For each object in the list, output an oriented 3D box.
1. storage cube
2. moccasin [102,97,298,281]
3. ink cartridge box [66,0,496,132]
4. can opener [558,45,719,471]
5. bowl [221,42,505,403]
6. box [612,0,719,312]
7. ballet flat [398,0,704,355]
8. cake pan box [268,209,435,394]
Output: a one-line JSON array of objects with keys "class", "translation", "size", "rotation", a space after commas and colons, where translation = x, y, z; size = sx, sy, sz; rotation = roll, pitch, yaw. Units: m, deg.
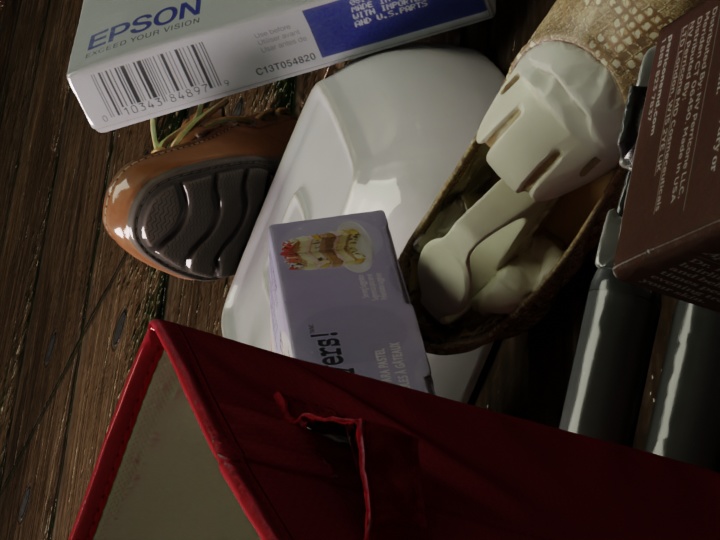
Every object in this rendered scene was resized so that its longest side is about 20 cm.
[{"class": "storage cube", "translation": [0.018, 0.139, 0.552], "size": [0.200, 0.179, 0.171], "rotation": [-68, 22, 14]}, {"class": "moccasin", "translation": [-0.066, -0.047, 1.081], "size": [0.201, 0.078, 0.074], "rotation": [-29, -36, -59]}, {"class": "ink cartridge box", "translation": [-0.034, -0.161, 1.078], "size": [0.200, 0.199, 0.041], "rotation": [-88, -22, -52]}, {"class": "can opener", "translation": [0.097, 0.023, 0.704], "size": [0.067, 0.053, 0.201], "rotation": [46, -123, -71]}, {"class": "bowl", "translation": [0.000, 0.000, 0.988], "size": [0.200, 0.074, 0.200], "rotation": [-111, 42, -65]}, {"class": "box", "translation": [0.143, -0.036, 0.484], "size": [0.200, 0.100, 0.075], "rotation": [153, 132, -68]}, {"class": "ballet flat", "translation": [0.064, -0.032, 0.798], "size": [0.065, 0.070, 0.200], "rotation": [-33, -22, -39]}, {"class": "cake pan box", "translation": [0.000, 0.106, 0.800], "size": [0.200, 0.052, 0.185], "rotation": [-104, 10, -59]}]
